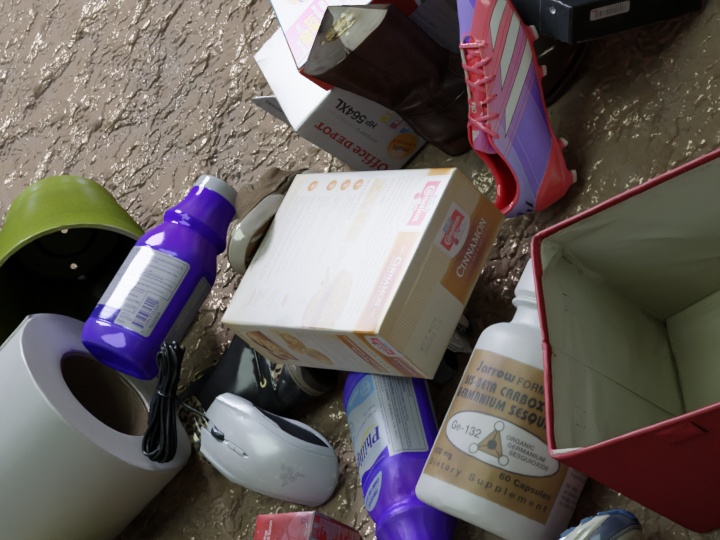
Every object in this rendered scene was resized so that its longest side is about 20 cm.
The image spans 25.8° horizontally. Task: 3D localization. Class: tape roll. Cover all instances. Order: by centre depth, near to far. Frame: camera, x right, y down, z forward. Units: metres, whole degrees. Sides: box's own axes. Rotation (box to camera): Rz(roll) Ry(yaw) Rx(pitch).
[{"bbox_3d":[-0.279,0.160,1.483,0.139,0.202,0.203,-47,42,17],"label":"tape roll"}]

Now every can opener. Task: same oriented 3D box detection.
[{"bbox_3d":[0.045,0.004,1.351,0.066,0.053,0.200,-40,44,23],"label":"can opener"}]

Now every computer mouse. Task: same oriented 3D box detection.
[{"bbox_3d":[-0.109,0.145,1.375,0.200,0.044,0.110,22,102,25],"label":"computer mouse"}]

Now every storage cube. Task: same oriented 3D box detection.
[{"bbox_3d":[0.239,0.051,1.028,0.200,0.180,0.171,-25,52,33],"label":"storage cube"}]

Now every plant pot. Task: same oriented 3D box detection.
[{"bbox_3d":[-0.296,-0.002,1.622,0.200,0.200,0.193,-49,29,13],"label":"plant pot"}]

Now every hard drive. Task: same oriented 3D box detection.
[{"bbox_3d":[0.168,-0.244,1.314,0.200,0.139,0.038,37,137,48],"label":"hard drive"}]

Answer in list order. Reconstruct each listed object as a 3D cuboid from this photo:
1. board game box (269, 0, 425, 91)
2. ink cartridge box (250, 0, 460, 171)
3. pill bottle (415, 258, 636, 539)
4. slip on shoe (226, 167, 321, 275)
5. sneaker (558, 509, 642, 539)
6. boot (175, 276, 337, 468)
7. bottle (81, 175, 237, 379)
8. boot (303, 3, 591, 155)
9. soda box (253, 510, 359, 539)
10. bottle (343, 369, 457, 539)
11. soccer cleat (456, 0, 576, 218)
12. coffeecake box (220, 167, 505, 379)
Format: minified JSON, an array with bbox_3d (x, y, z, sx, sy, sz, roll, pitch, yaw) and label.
[{"bbox_3d":[0.008,-0.274,1.362,0.200,0.040,0.153,-41,45,21],"label":"board game box"},{"bbox_3d":[0.010,-0.186,1.439,0.200,0.128,0.125,-46,44,17],"label":"ink cartridge box"},{"bbox_3d":[0.128,0.098,1.164,0.114,0.114,0.201,16,79,49],"label":"pill bottle"},{"bbox_3d":[-0.088,-0.051,1.427,0.060,0.200,0.076,20,117,11],"label":"slip on shoe"},{"bbox_3d":[0.153,0.262,1.090,0.085,0.077,0.200,33,100,40],"label":"sneaker"},{"bbox_3d":[-0.109,0.073,1.461,0.151,0.073,0.200,-42,49,20],"label":"boot"},{"bbox_3d":[-0.181,0.003,1.483,0.083,0.065,0.200,17,66,28],"label":"bottle"},{"bbox_3d":[0.072,-0.188,1.320,0.186,0.200,0.064,-39,45,24],"label":"boot"},{"bbox_3d":[-0.057,0.300,1.278,0.070,0.063,0.201,-12,59,41],"label":"soda box"},{"bbox_3d":[0.034,0.162,1.253,0.084,0.065,0.200,112,153,-47],"label":"bottle"},{"bbox_3d":[0.111,-0.139,1.268,0.076,0.201,0.067,-26,16,-18],"label":"soccer cleat"},{"bbox_3d":[0.000,0.000,1.288,0.200,0.073,0.154,2,59,49],"label":"coffeecake box"}]
